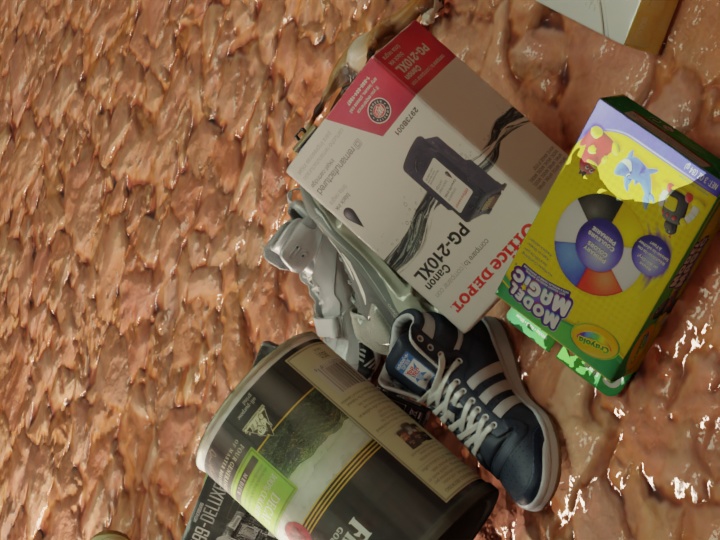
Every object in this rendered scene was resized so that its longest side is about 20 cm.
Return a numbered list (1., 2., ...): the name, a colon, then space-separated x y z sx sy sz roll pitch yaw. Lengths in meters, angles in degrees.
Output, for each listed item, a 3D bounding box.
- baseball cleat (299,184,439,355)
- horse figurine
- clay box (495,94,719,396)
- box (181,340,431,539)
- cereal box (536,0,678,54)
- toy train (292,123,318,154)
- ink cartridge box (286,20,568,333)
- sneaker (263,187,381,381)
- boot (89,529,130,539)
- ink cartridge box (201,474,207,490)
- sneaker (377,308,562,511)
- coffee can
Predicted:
1. baseball cleat: 0.000 0.000 1.623 0.200 0.070 0.107 52 135 20
2. horse figurine: 0.005 -0.188 1.754 0.133 0.050 0.200 -63 10 -29
3. clay box: 0.180 -0.012 1.338 0.115 0.048 0.201 37 115 24
4. box: -0.048 0.182 1.585 0.050 0.157 0.201 27 -95 -83
5. cereal box: 0.197 -0.267 1.466 0.200 0.039 0.145 42 116 58
6. toy train: 0.019 -0.054 1.570 0.034 0.200 0.046 -50 -8 8
7. ink cartridge box: 0.065 -0.072 1.461 0.145 0.200 0.084 -50 -3 40
8. sneaker: -0.034 0.022 1.688 0.075 0.114 0.201 -177 99 -73
9. boot: -0.298 0.411 2.061 0.201 0.072 0.155 -65 26 15
10. ink cartridge box: -0.075 0.232 1.719 0.200 0.084 0.146 24 100 61
11. sneaker: 0.082 0.106 1.458 0.070 0.108 0.200 -59 34 31
12. coffee can: -0.011 0.167 1.469 0.200 0.146 0.147 40 121 17
